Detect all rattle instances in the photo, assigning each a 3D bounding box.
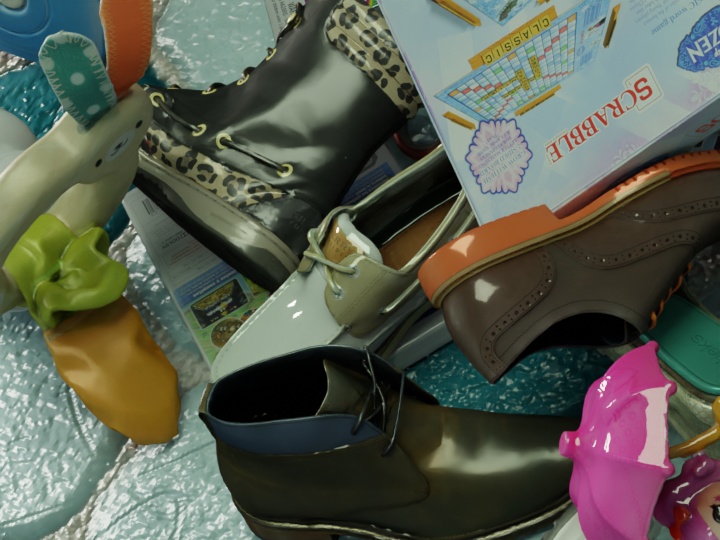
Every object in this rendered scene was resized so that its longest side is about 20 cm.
[{"bbox_3d":[-0.120,-0.024,1.437,0.200,0.130,0.143,-51,61,30],"label":"rattle"}]

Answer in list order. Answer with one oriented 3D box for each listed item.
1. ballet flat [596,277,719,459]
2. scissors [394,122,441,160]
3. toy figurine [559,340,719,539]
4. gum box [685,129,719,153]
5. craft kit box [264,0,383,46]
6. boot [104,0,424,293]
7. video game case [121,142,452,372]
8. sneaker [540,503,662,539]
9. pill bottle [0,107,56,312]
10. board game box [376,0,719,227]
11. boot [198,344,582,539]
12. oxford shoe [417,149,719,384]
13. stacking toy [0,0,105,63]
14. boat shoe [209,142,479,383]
[{"bbox_3d":[0.136,0.030,1.393,0.067,0.063,0.200,-19,40,-15],"label":"ballet flat"},{"bbox_3d":[0.039,-0.151,1.563,0.073,0.014,0.201,-16,72,17],"label":"scissors"},{"bbox_3d":[0.183,0.081,1.257,0.183,0.201,0.150,-28,12,3],"label":"toy figurine"},{"bbox_3d":[0.228,-0.104,1.467,0.200,0.045,0.170,-45,49,-14],"label":"gum box"},{"bbox_3d":[0.028,-0.218,1.649,0.196,0.049,0.201,-21,49,5],"label":"craft kit box"},{"bbox_3d":[-0.061,-0.095,1.537,0.151,0.073,0.200,-47,54,-5],"label":"boot"},{"bbox_3d":[-0.033,-0.009,1.529,0.143,0.018,0.200,-30,48,-1],"label":"video game case"},{"bbox_3d":[0.110,0.197,1.281,0.115,0.076,0.201,25,75,27],"label":"sneaker"},{"bbox_3d":[-0.247,-0.051,1.595,0.199,0.113,0.113,25,68,36],"label":"pill bottle"},{"bbox_3d":[0.103,-0.141,1.367,0.200,0.041,0.200,-35,71,34],"label":"board game box"},{"bbox_3d":[0.018,0.084,1.380,0.199,0.097,0.075,-9,51,19],"label":"boot"},{"bbox_3d":[0.127,-0.001,1.348,0.199,0.071,0.073,-20,71,-18],"label":"oxford shoe"},{"bbox_3d":[-0.162,-0.227,1.713,0.115,0.110,0.200,20,52,17],"label":"stacking toy"},{"bbox_3d":[0.000,0.000,1.449,0.200,0.069,0.075,-39,49,-8],"label":"boat shoe"}]
